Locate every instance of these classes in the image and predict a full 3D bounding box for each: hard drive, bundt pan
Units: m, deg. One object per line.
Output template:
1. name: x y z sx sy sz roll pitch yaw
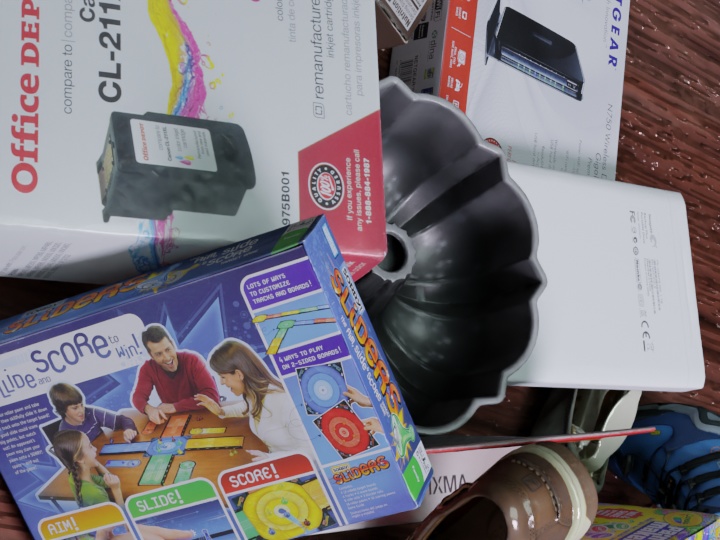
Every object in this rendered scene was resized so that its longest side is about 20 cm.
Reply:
1. hard drive: 0.143 0.007 1.045 0.199 0.027 0.134 6 76 -44
2. bundt pan: 0.000 0.000 0.921 0.200 0.076 0.205 8 71 -25

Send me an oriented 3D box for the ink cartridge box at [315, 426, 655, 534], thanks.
1. ink cartridge box: 0.034 0.113 0.899 0.198 0.175 0.045 1 84 -44

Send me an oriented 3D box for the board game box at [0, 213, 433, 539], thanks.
1. board game box: -0.081 0.067 0.776 0.137 0.198 0.035 67 23 -16

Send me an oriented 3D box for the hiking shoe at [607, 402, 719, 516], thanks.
1. hiking shoe: 0.226 0.145 1.077 0.086 0.199 0.075 -20 121 -39

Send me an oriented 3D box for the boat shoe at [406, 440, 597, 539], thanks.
1. boat shoe: 0.037 0.164 0.845 0.074 0.203 0.075 -16 54 -48

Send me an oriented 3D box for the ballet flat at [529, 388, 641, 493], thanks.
1. ballet flat: 0.168 0.064 1.116 0.067 0.063 0.202 43 58 -33

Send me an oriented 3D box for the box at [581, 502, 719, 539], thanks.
1. box: 0.127 0.250 0.973 0.199 0.121 0.196 -5 95 -60

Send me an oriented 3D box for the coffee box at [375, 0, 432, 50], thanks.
1. coffee box: 0.008 -0.216 0.952 0.080 0.114 0.201 50 56 -29

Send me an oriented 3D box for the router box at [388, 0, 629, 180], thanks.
1. router box: 0.099 -0.137 1.078 0.178 0.049 0.203 18 74 -42

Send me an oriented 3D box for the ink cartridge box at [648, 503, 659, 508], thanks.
1. ink cartridge box: 0.246 0.267 1.160 0.145 0.084 0.203 -25 105 -43

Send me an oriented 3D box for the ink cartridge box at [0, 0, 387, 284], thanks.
1. ink cartridge box: -0.095 -0.071 0.802 0.198 0.083 0.148 4 74 -26
